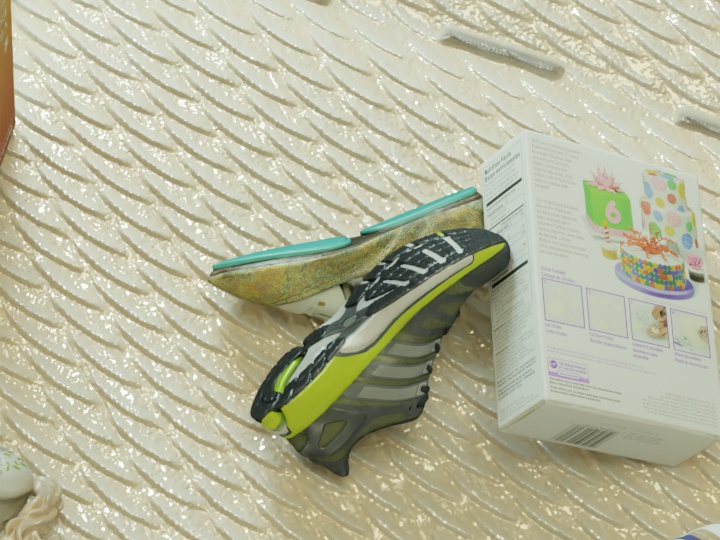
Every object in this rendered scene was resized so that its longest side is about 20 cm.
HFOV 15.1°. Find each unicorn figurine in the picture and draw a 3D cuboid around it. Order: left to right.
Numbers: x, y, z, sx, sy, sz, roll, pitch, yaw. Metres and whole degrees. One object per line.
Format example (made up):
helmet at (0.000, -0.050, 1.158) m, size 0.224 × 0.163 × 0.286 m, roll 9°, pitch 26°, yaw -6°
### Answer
unicorn figurine at (-0.276, 0.116, 1.718) m, size 0.200 × 0.074 × 0.137 m, roll 37°, pitch 54°, yaw -4°

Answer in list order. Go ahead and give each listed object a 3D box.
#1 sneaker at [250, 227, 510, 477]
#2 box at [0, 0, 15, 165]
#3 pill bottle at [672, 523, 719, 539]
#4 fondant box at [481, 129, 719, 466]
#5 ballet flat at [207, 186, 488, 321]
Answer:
sneaker at (0.023, 0.050, 1.764) m, size 0.200 × 0.074 × 0.081 m, roll -41°, pitch 114°, yaw -1°
box at (-0.295, -0.099, 1.746) m, size 0.106 × 0.200 × 0.152 m, roll 14°, pitch 62°, yaw 2°
pill bottle at (0.159, 0.244, 1.673) m, size 0.200 × 0.111 × 0.111 m, roll -22°, pitch 67°, yaw -17°
fondant box at (0.159, 0.019, 1.792) m, size 0.144 × 0.058 × 0.200 m, roll 13°, pitch 60°, yaw -28°
ballet flat at (0.000, 0.000, 1.812) m, size 0.200 × 0.071 × 0.071 m, roll -17°, pitch 66°, yaw -13°
